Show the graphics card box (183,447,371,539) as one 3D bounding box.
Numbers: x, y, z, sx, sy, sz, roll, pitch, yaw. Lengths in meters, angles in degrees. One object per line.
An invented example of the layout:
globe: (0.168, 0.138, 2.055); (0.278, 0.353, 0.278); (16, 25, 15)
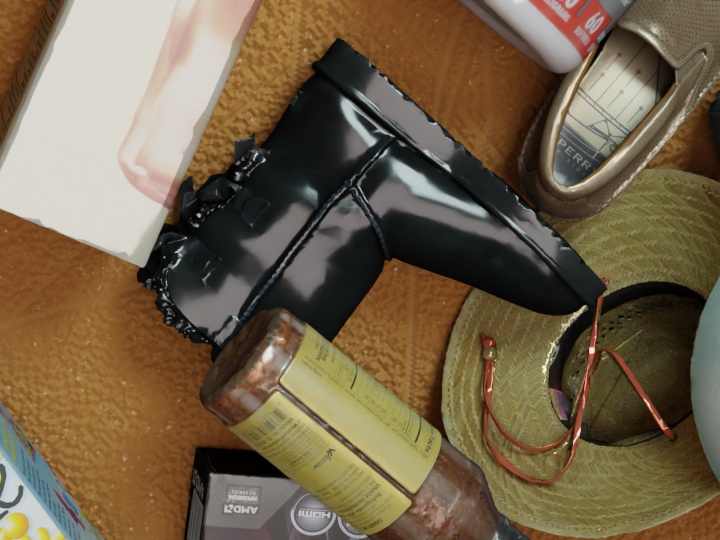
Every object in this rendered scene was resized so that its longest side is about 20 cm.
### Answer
graphics card box: (-0.035, 0.195, 1.245); (0.125, 0.051, 0.200); (6, 100, -13)

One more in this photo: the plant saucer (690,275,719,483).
plant saucer: (0.249, 0.058, 1.092); (0.201, 0.039, 0.201); (3, 104, 14)

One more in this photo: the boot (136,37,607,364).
boot: (0.000, 0.000, 1.189); (0.198, 0.073, 0.163); (40, 92, -6)

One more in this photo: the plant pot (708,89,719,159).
plant pot: (0.288, -0.052, 1.189); (0.200, 0.196, 0.196); (43, 91, -7)

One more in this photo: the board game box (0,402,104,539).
board game box: (-0.185, 0.147, 1.174); (0.103, 0.105, 0.200); (-35, 106, -2)

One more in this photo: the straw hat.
straw hat: (0.147, 0.053, 1.228); (0.201, 0.201, 0.085); (-52, 145, 3)

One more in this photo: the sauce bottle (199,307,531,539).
sauce bottle: (0.014, 0.100, 1.157); (0.200, 0.066, 0.066); (42, 92, -16)

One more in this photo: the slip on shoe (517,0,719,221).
slip on shoe: (0.146, -0.114, 1.193); (0.076, 0.061, 0.200); (38, 89, 6)

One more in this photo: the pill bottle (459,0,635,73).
pill bottle: (0.120, -0.204, 1.152); (0.116, 0.116, 0.200); (40, 93, -17)

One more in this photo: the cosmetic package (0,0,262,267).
cosmetic package: (-0.104, -0.115, 1.133); (0.087, 0.103, 0.200); (23, 98, -15)
